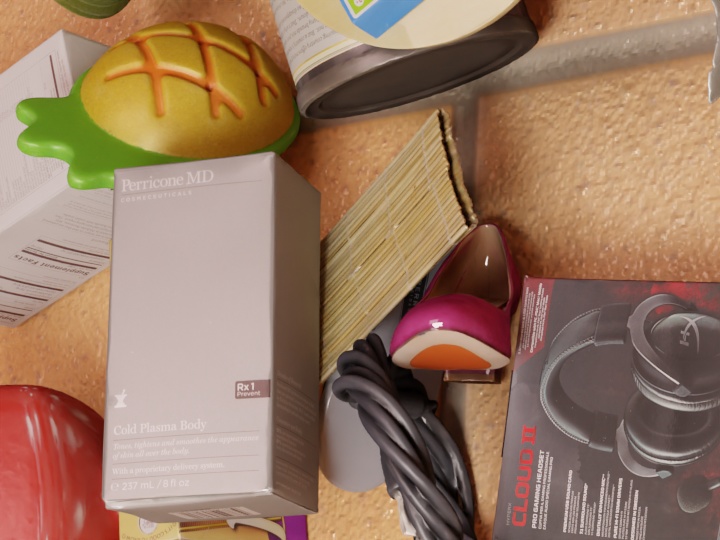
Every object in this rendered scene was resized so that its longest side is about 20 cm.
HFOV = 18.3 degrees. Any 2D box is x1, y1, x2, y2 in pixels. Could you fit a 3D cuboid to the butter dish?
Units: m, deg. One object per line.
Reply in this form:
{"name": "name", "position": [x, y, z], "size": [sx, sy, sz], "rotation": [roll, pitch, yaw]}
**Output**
{"name": "butter dish", "position": [-0.196, 0.153, 1.429], "size": [0.148, 0.200, 0.200], "rotation": [-15, 68, 13]}

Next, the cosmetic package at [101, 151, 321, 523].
{"name": "cosmetic package", "position": [-0.083, 0.040, 1.276], "size": [0.107, 0.090, 0.200], "rotation": [-7, 75, 17]}

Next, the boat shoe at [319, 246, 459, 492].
{"name": "boat shoe", "position": [0.016, 0.033, 1.338], "size": [0.057, 0.069, 0.200], "rotation": [18, 92, 68]}

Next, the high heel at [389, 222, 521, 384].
{"name": "high heel", "position": [0.053, 0.008, 1.225], "size": [0.067, 0.200, 0.096], "rotation": [1, 83, 5]}

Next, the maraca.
{"name": "maraca", "position": [-0.125, -0.095, 1.406], "size": [0.137, 0.200, 0.107], "rotation": [31, 127, 28]}

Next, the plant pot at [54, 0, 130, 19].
{"name": "plant pot", "position": [-0.121, -0.288, 1.470], "size": [0.190, 0.200, 0.200], "rotation": [-15, 69, 24]}

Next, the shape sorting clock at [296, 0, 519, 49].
{"name": "shape sorting clock", "position": [0.027, -0.219, 1.202], "size": [0.200, 0.039, 0.200], "rotation": [0, 90, 31]}

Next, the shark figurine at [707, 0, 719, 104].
{"name": "shark figurine", "position": [0.214, -0.153, 1.184], "size": [0.128, 0.215, 0.090], "rotation": [-16, 109, 6]}

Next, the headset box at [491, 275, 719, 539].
{"name": "headset box", "position": [0.161, 0.082, 1.185], "size": [0.200, 0.077, 0.149], "rotation": [3, 81, 40]}

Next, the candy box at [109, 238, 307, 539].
{"name": "candy box", "position": [-0.095, 0.079, 1.380], "size": [0.056, 0.117, 0.200], "rotation": [-19, 67, 36]}

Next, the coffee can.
{"name": "coffee can", "position": [0.005, -0.206, 1.310], "size": [0.146, 0.146, 0.200], "rotation": [-21, 83, 35]}

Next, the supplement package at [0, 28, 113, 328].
{"name": "supplement package", "position": [-0.222, -0.058, 1.529], "size": [0.200, 0.109, 0.114], "rotation": [-30, 61, 31]}

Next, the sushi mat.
{"name": "sushi mat", "position": [0.000, 0.000, 1.297], "size": [0.200, 0.012, 0.096], "rotation": [-47, 39, 37]}

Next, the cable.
{"name": "cable", "position": [0.027, 0.112, 1.225], "size": [0.051, 0.200, 0.163], "rotation": [-27, 102, 6]}
